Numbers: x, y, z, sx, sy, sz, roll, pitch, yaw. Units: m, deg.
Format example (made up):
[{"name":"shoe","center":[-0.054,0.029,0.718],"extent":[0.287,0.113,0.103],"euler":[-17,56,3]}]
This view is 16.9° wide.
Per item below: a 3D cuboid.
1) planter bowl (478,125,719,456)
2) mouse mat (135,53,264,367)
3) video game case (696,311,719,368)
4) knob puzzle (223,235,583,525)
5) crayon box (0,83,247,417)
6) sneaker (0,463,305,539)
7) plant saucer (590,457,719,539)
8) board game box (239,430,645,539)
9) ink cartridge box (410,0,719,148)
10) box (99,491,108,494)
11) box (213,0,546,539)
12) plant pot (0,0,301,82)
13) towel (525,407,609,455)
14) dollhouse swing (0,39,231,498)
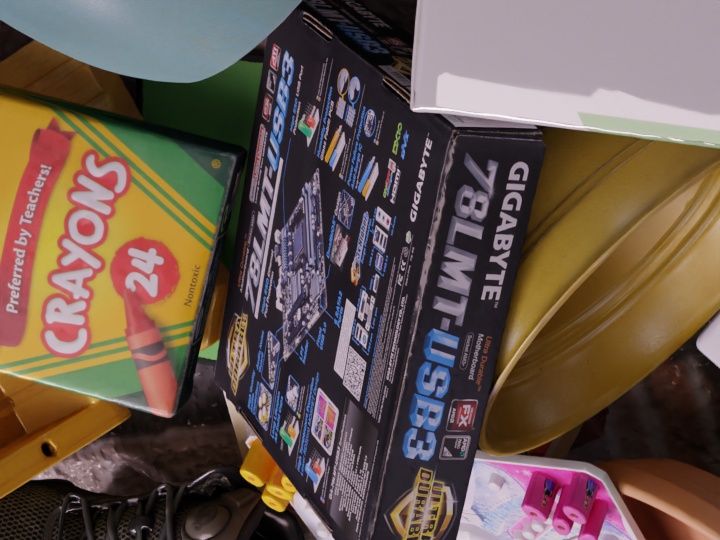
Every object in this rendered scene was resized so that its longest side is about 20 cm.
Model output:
[{"name":"planter bowl","center":[0.102,-0.017,1.065],"extent":[0.084,0.200,0.201],"euler":[48,131,19]},{"name":"mouse mat","center":[-0.022,-0.021,1.161],"extent":[0.199,0.008,0.162],"euler":[10,108,26]},{"name":"video game case","center":[0.274,0.019,1.041],"extent":[0.182,0.022,0.200],"euler":[42,112,7]},{"name":"knob puzzle","center":[0.016,0.065,1.203],"extent":[0.218,0.030,0.221],"euler":[13,126,18]},{"name":"crayon box","center":[-0.164,-0.019,1.126],"extent":[0.199,0.051,0.128],"euler":[14,97,2]},{"name":"sneaker","center":[-0.118,0.135,1.252],"extent":[0.198,0.077,0.114],"euler":[14,147,-8]},{"name":"plant saucer","center":[0.184,0.156,1.165],"extent":[0.200,0.037,0.200],"euler":[38,162,14]},{"name":"board game box","center":[0.060,0.154,1.211],"extent":[0.199,0.026,0.200],"euler":[4,143,32]},{"name":"ink cartridge box","center":[0.119,-0.103,0.957],"extent":[0.144,0.200,0.088],"euler":[8,103,17]},{"name":"box","center":[-0.087,0.219,1.328],"extent":[0.199,0.095,0.078],"euler":[31,144,2]},{"name":"box","center":[0.000,0.000,1.061],"extent":[0.049,0.199,0.201],"euler":[2,111,-24]},{"name":"plant pot","center":[-0.093,-0.176,1.016],"extent":[0.161,0.201,0.200],"euler":[39,129,-24]},{"name":"towel","center":[0.015,0.027,1.211],"extent":[0.144,0.023,0.200],"euler":[-27,108,36]},{"name":"dollhouse swing","center":[-0.197,0.010,1.174],"extent":[0.176,0.181,0.201],"euler":[-23,97,54]}]
